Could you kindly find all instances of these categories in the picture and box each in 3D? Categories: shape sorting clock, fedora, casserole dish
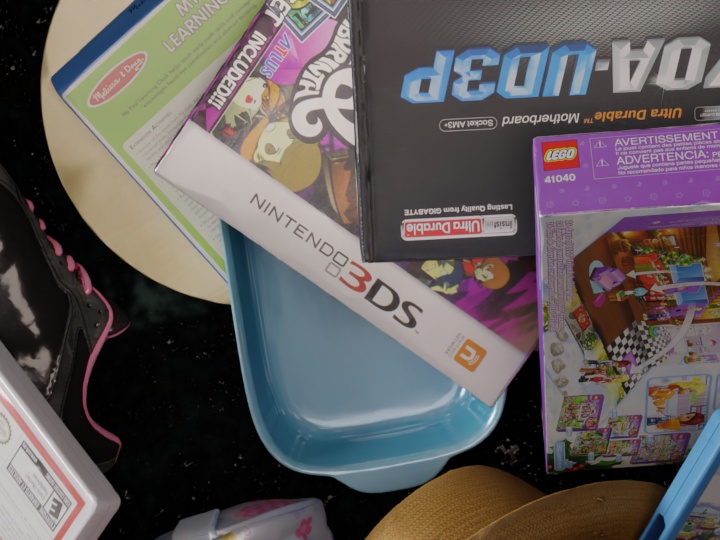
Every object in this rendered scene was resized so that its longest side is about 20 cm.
[{"bbox_3d":[-0.050,-0.084,0.889,0.199,0.039,0.201,-1,100,-3],"label":"shape sorting clock"},{"bbox_3d":[0.054,0.145,0.835,0.200,0.201,0.082,-41,53,-1],"label":"fedora"},{"bbox_3d":[0.000,0.000,0.866,0.120,0.039,0.201,-9,99,-2],"label":"casserole dish"}]

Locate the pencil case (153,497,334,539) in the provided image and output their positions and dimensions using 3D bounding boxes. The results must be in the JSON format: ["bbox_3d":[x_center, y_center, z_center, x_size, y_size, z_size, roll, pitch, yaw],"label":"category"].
[{"bbox_3d":[-0.035,0.202,0.856,0.083,0.090,0.201,-17,86,40],"label":"pencil case"}]

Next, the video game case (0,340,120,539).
[{"bbox_3d":[-0.195,0.121,0.828,0.143,0.017,0.200,47,115,26],"label":"video game case"}]

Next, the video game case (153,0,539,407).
[{"bbox_3d":[0.040,-0.073,0.813,0.181,0.036,0.200,35,98,-5],"label":"video game case"}]

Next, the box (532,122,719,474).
[{"bbox_3d":[0.139,0.016,0.760,0.136,0.200,0.039,-4,56,4],"label":"box"}]

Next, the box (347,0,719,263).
[{"bbox_3d":[0.094,-0.088,0.767,0.199,0.046,0.160,-2,100,0],"label":"box"}]

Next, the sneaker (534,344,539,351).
[{"bbox_3d":[0.082,-0.063,0.869,0.076,0.081,0.201,0,90,-1],"label":"sneaker"}]

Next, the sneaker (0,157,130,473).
[{"bbox_3d":[-0.157,0.011,0.880,0.095,0.079,0.201,-8,90,-20],"label":"sneaker"}]

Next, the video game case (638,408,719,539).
[{"bbox_3d":[0.167,0.153,0.820,0.142,0.018,0.201,13,119,-24],"label":"video game case"}]
